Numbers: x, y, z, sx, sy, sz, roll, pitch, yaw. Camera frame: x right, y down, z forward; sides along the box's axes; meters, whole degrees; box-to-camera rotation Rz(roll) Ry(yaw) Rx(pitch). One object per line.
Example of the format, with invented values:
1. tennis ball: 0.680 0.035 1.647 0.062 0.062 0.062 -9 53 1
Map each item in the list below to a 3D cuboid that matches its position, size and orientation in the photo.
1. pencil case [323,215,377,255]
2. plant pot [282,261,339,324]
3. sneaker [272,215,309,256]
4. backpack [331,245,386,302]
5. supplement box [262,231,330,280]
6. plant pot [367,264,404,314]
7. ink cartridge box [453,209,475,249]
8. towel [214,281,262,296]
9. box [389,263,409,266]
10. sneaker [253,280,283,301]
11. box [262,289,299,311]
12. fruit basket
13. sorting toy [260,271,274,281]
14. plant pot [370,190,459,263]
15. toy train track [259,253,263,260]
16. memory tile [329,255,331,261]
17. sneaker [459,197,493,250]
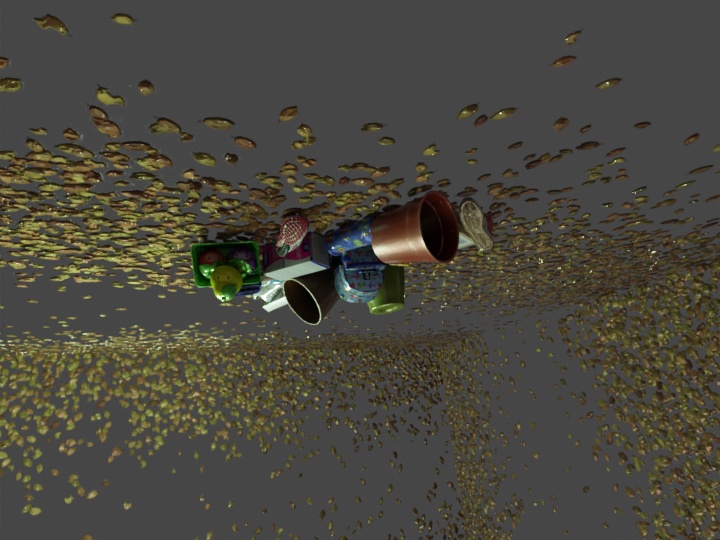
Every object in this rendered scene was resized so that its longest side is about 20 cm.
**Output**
1. pencil case: -0.020 -0.101 1.549 0.199 0.078 0.087 -18 130 34
2. plant pot: -0.138 0.057 1.778 0.200 0.187 0.187 -38 -178 -34
3. sneaker: -0.197 -0.112 1.487 0.074 0.081 0.200 -29 177 -33
4. backpack: 0.000 0.000 1.680 0.181 0.202 0.134 2 161 -22
5. supplement box: -0.211 -0.043 1.636 0.199 0.102 0.103 -16 160 27
6. plant pot: 0.081 0.054 1.865 0.199 0.194 0.201 -9 162 -3
7. ink cartridge box: 0.258 -0.119 1.601 0.164 0.076 0.199 -19 159 33
8. towel: -0.400 0.021 1.656 0.146 0.200 0.050 -1 119 -13
9. box: 0.123 -0.053 1.651 0.064 0.071 0.200 3 -177 0
10. sneaker: -0.329 0.072 1.894 0.199 0.087 0.075 -8 -178 32
11. box: -0.279 0.071 1.923 0.199 0.145 0.036 -22 123 44
12. fruit basket: -0.403 -0.006 1.517 0.214 0.157 0.216 -1 -162 0
13. sorting toy: -0.359 0.020 1.799 0.184 0.037 0.200 -9 -176 -28
14. plant pot: 0.145 -0.107 1.436 0.194 0.202 0.200 -10 165 41
15. toy train track: -0.281 -0.030 1.769 0.114 0.033 0.199 8 170 44
16. memory tile: -0.099 -0.017 1.902 0.152 0.017 0.200 -13 162 22
17. sneaker: 0.350 -0.165 1.522 0.071 0.113 0.200 -12 132 27
